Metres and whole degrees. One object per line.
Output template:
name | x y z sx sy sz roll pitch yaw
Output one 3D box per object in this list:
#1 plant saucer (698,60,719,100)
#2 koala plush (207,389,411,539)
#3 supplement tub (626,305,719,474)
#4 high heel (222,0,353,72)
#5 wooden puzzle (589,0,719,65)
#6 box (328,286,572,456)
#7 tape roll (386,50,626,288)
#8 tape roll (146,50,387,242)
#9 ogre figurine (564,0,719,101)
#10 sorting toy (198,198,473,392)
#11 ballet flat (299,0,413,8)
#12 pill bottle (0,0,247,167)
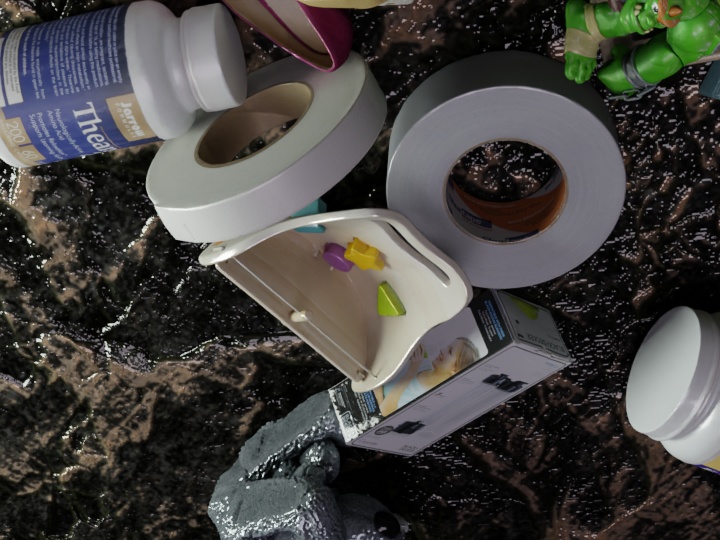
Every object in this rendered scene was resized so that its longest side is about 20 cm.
plant saucer | 0.342 -0.212 0.973 0.070 0.019 0.200 15 127 -7
koala plush | -0.031 0.256 1.256 0.184 0.178 0.200 -28 121 35
supplement tub | 0.364 0.124 1.138 0.200 0.146 0.146 21 125 -11
high heel | -0.094 -0.220 0.944 0.200 0.096 0.067 32 122 -19
wooden puzzle | 0.257 -0.247 0.926 0.185 0.037 0.200 -7 125 19
box | 0.084 0.099 1.161 0.200 0.060 0.117 -34 150 26
tape roll | 0.122 -0.083 1.051 0.200 0.066 0.201 2 127 2
tape roll | -0.075 -0.101 0.966 0.202 0.203 0.037 -20 123 17
ogre figurine | 0.193 -0.210 0.897 0.120 0.098 0.200 -4 118 41
sorting toy | 0.000 0.000 1.050 0.200 0.107 0.180 42 148 -25
ballet flat | 0.046 -0.234 0.928 0.200 0.069 0.063 -25 137 5
pill bottle | -0.198 -0.153 0.990 0.200 0.111 0.111 -10 125 11
